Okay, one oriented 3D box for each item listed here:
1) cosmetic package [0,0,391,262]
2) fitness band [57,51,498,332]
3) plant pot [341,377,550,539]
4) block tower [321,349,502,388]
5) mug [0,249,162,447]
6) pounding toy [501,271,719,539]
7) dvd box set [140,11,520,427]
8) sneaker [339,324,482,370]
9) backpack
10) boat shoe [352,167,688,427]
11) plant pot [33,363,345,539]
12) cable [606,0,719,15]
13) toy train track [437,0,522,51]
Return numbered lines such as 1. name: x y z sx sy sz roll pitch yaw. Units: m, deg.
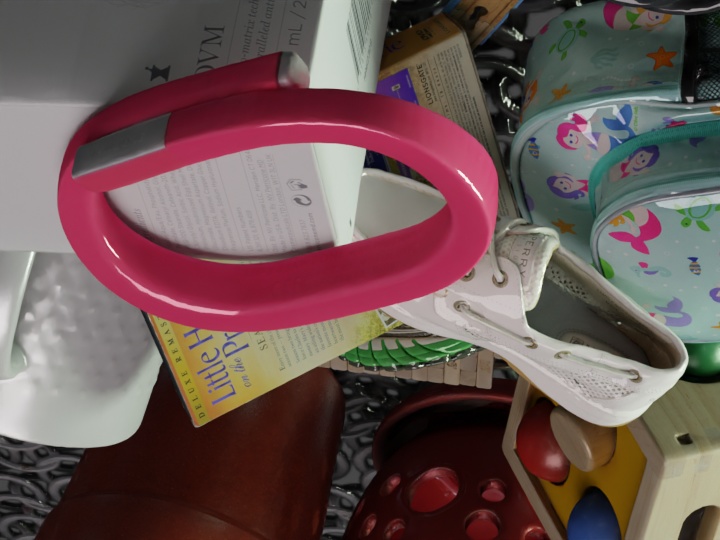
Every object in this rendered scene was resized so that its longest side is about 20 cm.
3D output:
1. cosmetic package: -0.097 -0.119 1.036 0.198 0.201 0.123 1 146 12
2. fitness band: -0.038 -0.029 0.946 0.199 0.038 0.144 -13 143 30
3. plant pot: 0.085 0.186 1.443 0.199 0.183 0.201 9 141 8
4. block tower: -0.004 0.025 1.358 0.198 0.054 0.058 7 147 5
5. mug: -0.162 -0.012 1.153 0.147 0.200 0.177 20 106 1
6. pounding toy: 0.145 0.074 1.261 0.141 0.185 0.201 -10 136 -19
7. dvd box set: -0.021 -0.024 1.120 0.199 0.029 0.147 -27 125 -9
8. sneaker: 0.000 0.000 1.233 0.199 0.078 0.086 15 113 35
9. backpack: 0.175 -0.053 1.121 0.198 0.151 0.178 3 146 19
10. boat shoe: 0.072 0.002 1.079 0.199 0.071 0.069 29 149 -12
11. plant pot: -0.102 0.149 1.427 0.199 0.196 0.201 12 146 8
12. cable: 0.161 -0.178 0.992 0.198 0.051 0.163 -16 147 6
13. toy train track: 0.078 -0.157 1.083 0.114 0.033 0.200 23 142 -17
